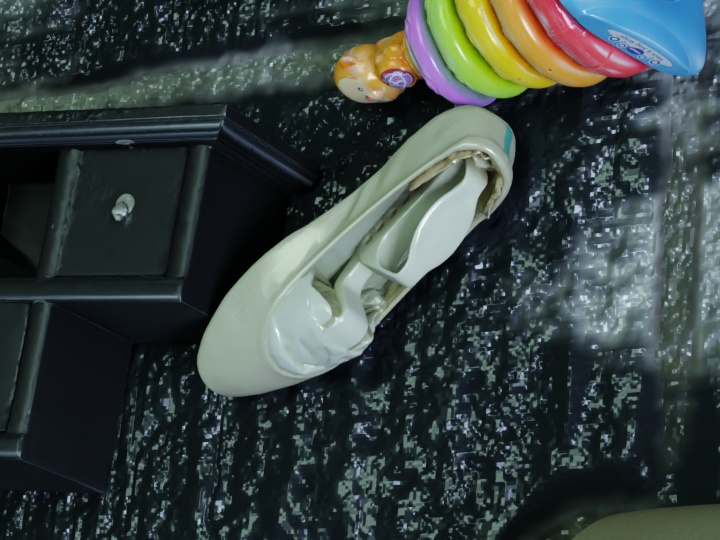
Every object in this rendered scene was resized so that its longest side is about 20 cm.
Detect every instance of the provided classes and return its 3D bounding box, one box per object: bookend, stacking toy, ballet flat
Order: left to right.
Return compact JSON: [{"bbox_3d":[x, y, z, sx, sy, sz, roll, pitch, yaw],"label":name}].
[{"bbox_3d":[-0.142,0.025,1.498,0.199,0.092,0.200,1,73,32],"label":"bookend"},{"bbox_3d":[0.000,0.000,1.429,0.200,0.069,0.069,-45,54,10],"label":"ballet flat"},{"bbox_3d":[0.062,-0.123,1.433,0.200,0.116,0.110,-23,57,36],"label":"stacking toy"}]

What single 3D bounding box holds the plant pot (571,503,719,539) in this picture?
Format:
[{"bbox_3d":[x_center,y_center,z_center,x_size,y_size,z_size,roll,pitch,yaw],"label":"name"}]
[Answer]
[{"bbox_3d":[0.169,0.169,1.208,0.200,0.187,0.187,20,82,50],"label":"plant pot"}]
